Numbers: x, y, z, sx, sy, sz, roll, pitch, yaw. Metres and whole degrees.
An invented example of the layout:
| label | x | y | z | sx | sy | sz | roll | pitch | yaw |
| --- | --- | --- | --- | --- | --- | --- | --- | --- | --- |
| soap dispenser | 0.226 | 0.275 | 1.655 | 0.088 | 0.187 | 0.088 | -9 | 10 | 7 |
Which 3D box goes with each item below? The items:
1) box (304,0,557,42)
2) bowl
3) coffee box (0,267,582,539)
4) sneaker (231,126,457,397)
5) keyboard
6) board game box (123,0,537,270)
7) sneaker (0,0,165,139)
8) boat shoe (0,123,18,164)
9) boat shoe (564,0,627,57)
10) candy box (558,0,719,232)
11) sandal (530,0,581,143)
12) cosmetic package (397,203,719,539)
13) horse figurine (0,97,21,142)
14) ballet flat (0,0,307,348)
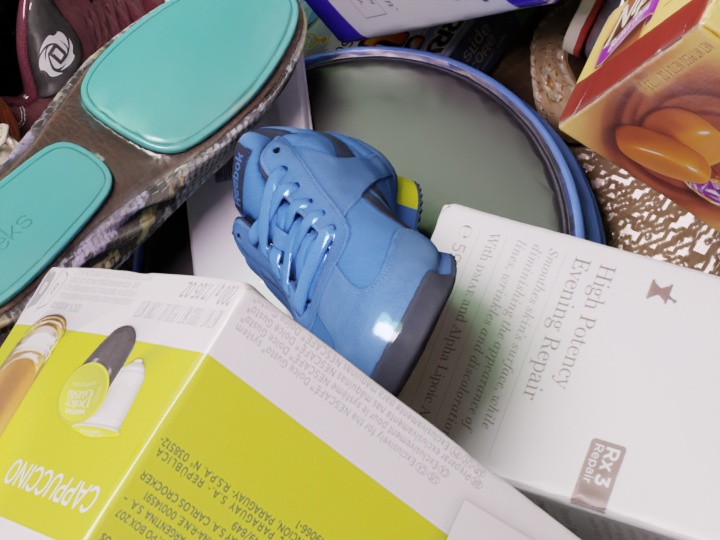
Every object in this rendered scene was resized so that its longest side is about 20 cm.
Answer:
| label | x | y | z | sx | sy | sz | roll | pitch | yaw |
| --- | --- | --- | --- | --- | --- | --- | --- | --- | --- |
| box | 0.058 | -0.189 | 0.958 | 0.184 | 0.105 | 0.200 | -45 | 16 | -16 |
| bowl | 0.000 | 0.000 | 1.005 | 0.199 | 0.039 | 0.202 | -5 | 67 | 12 |
| coffee box | -0.051 | 0.137 | 0.827 | 0.198 | 0.200 | 0.199 | -57 | 20 | -13 |
| sneaker | -0.016 | -0.006 | 0.887 | 0.066 | 0.078 | 0.200 | -58 | 14 | 13 |
| keyboard | -0.046 | -0.048 | 1.010 | 0.056 | 0.011 | 0.201 | -14 | 65 | 13 |
| board game box | -0.028 | -0.074 | 1.100 | 0.135 | 0.034 | 0.201 | 27 | 76 | 36 |
| sneaker | -0.125 | -0.137 | 1.139 | 0.075 | 0.116 | 0.201 | 3 | 62 | 29 |
| boat shoe | -0.168 | -0.031 | 1.015 | 0.199 | 0.063 | 0.071 | -13 | 20 | -36 |
| boat shoe | 0.153 | -0.125 | 0.964 | 0.063 | 0.071 | 0.200 | 44 | 48 | 12 |
| candy box | 0.180 | -0.033 | 0.844 | 0.057 | 0.199 | 0.117 | -63 | 10 | -20 |
| sandal | 0.102 | -0.087 | 1.035 | 0.070 | 0.077 | 0.212 | -54 | 36 | 30 |
| cosmetic package | 0.110 | 0.055 | 0.893 | 0.199 | 0.074 | 0.102 | 14 | 70 | 20 |
| horse figurine | -0.218 | -0.016 | 1.089 | 0.200 | 0.132 | 0.050 | -37 | 52 | 12 |
| ballet flat | -0.098 | -0.040 | 0.977 | 0.072 | 0.072 | 0.200 | 26 | 60 | 37 |
